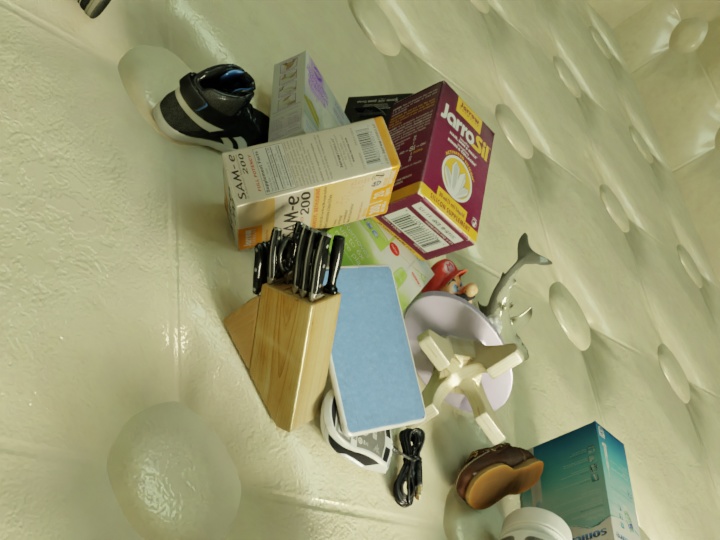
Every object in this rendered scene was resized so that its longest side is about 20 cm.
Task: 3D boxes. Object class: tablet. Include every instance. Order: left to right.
[{"bbox_3d":[0.009,0.090,1.015,0.129,0.014,0.202,-3,74,-39],"label":"tablet"}]

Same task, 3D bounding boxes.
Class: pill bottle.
[{"bbox_3d":[0.209,0.403,1.066,0.114,0.113,0.200,50,33,-12],"label":"pill bottle"}]

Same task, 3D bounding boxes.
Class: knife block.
[{"bbox_3d":[-0.059,0.053,0.933,0.064,0.175,0.201,-18,79,-56],"label":"knife block"}]

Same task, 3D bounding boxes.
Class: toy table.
[{"bbox_3d":[0.133,0.135,1.152,0.200,0.184,0.117,41,18,-11],"label":"toy table"}]

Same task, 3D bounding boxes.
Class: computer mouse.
[{"bbox_3d":[0.009,0.206,1.026,0.200,0.044,0.111,40,42,-35],"label":"computer mouse"}]

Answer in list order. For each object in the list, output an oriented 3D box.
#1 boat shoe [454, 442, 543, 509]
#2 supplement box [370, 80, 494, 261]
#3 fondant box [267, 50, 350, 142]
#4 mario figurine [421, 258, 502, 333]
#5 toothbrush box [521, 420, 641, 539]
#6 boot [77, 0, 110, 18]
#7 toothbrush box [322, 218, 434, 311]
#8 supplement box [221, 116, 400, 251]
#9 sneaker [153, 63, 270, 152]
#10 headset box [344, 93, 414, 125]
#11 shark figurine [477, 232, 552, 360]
[{"bbox_3d":[0.181,0.282,1.185,0.070,0.071,0.199,31,12,34],"label":"boat shoe"},{"bbox_3d":[0.101,-0.137,1.181,0.131,0.103,0.202,36,53,-33],"label":"supplement box"},{"bbox_3d":[-0.067,-0.193,1.190,0.145,0.058,0.201,55,21,-39],"label":"fondant box"},{"bbox_3d":[0.165,0.075,1.283,0.123,0.105,0.202,171,-104,-88],"label":"mario figurine"},{"bbox_3d":[0.316,0.345,1.232,0.085,0.146,0.201,37,37,-29],"label":"toothbrush box"},{"bbox_3d":[-0.349,-0.401,1.016,0.153,0.073,0.205,35,35,-28],"label":"boot"},{"bbox_3d":[0.000,0.000,1.145,0.146,0.086,0.200,56,31,-5],"label":"toothbrush box"},{"bbox_3d":[-0.062,-0.101,1.014,0.198,0.126,0.074,-15,70,-12],"label":"supplement box"},{"bbox_3d":[-0.154,-0.204,1.078,0.199,0.111,0.074,-5,68,-55],"label":"sneaker"},{"bbox_3d":[0.071,-0.214,1.352,0.199,0.148,0.076,23,80,-42],"label":"headset box"},{"bbox_3d":[0.230,0.051,1.408,0.127,0.217,0.089,-6,23,-25],"label":"shark figurine"}]
